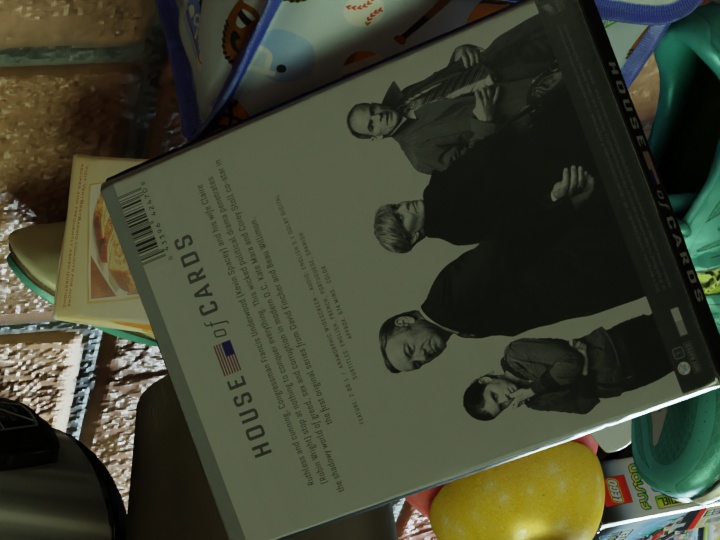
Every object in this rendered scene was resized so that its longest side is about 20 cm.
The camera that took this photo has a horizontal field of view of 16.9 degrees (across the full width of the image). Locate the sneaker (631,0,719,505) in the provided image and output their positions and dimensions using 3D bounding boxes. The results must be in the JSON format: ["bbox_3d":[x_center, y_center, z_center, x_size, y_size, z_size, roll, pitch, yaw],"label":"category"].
[{"bbox_3d":[0.130,-0.008,0.953,0.080,0.200,0.077,4,-175,-40],"label":"sneaker"}]

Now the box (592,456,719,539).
[{"bbox_3d":[0.144,0.149,1.326,0.110,0.035,0.200,-9,157,-18],"label":"box"}]

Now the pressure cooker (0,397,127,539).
[{"bbox_3d":[-0.227,0.145,1.126,0.200,0.179,0.176,13,138,-37],"label":"pressure cooker"}]

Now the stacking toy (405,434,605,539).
[{"bbox_3d":[0.069,0.102,1.176,0.146,0.200,0.146,-11,144,-8],"label":"stacking toy"}]

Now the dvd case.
[{"bbox_3d":[0.016,0.002,0.873,0.200,0.150,0.025,-21,177,23],"label":"dvd case"}]

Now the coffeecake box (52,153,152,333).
[{"bbox_3d":[0.000,0.000,1.003,0.200,0.073,0.153,4,176,36],"label":"coffeecake box"}]

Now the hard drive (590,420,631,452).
[{"bbox_3d":[0.193,0.013,1.166,0.132,0.025,0.200,-43,174,31],"label":"hard drive"}]

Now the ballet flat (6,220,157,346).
[{"bbox_3d":[-0.081,0.008,1.113,0.069,0.070,0.200,-32,145,19],"label":"ballet flat"}]

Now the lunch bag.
[{"bbox_3d":[0.036,-0.132,0.909,0.170,0.124,0.200,8,135,-28],"label":"lunch bag"}]

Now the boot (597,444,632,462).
[{"bbox_3d":[0.166,0.080,1.318,0.132,0.070,0.200,-7,155,-21],"label":"boot"}]

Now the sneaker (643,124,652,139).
[{"bbox_3d":[0.126,-0.007,1.117,0.200,0.115,0.075,-7,128,-13],"label":"sneaker"}]

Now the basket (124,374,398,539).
[{"bbox_3d":[-0.043,0.151,1.090,0.136,0.200,0.180,16,149,-34],"label":"basket"}]
